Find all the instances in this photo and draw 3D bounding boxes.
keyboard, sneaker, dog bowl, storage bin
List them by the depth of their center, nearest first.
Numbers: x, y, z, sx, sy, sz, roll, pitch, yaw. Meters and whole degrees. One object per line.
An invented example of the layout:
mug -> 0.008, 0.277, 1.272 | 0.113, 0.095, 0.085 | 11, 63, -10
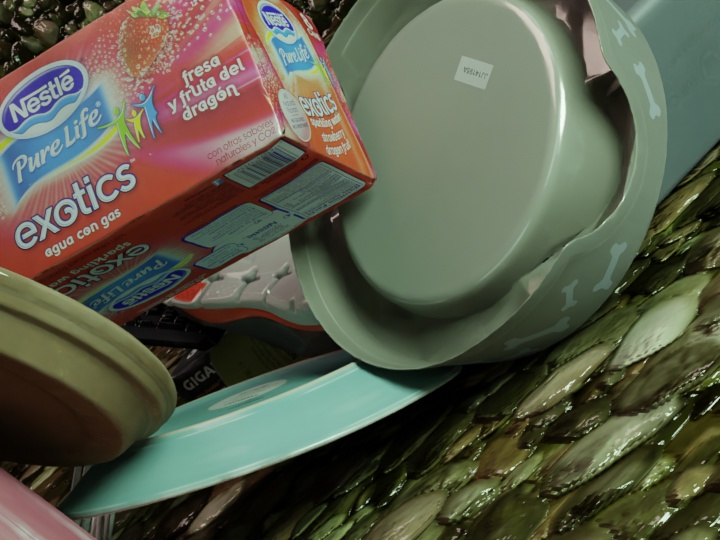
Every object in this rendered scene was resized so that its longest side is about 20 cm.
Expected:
dog bowl -> 0.051, -0.050, 0.762 | 0.200, 0.059, 0.200 | -18, 66, 45
storage bin -> 0.127, -0.115, 0.864 | 0.200, 0.146, 0.134 | -44, 22, -22
sneaker -> -0.041, 0.020, 0.925 | 0.077, 0.082, 0.200 | -50, 34, -19
keyboard -> -0.174, 0.018, 0.994 | 0.200, 0.021, 0.127 | 6, 9, 1

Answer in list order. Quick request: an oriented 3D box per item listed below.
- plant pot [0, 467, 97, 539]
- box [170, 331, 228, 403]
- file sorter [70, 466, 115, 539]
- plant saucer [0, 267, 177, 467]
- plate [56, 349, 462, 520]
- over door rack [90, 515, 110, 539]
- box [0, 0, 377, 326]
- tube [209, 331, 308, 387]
plant pot -> -0.183, 0.151, 0.685 | 0.200, 0.179, 0.200 | -37, 11, 9
box -> -0.017, -0.006, 1.118 | 0.198, 0.050, 0.200 | -34, 11, 24
file sorter -> -0.216, 0.107, 1.027 | 0.200, 0.124, 0.139 | -172, 92, -75
plant saucer -> -0.175, 0.037, 0.703 | 0.200, 0.200, 0.029 | -24, 45, 56
plate -> -0.050, 0.068, 0.798 | 0.200, 0.026, 0.200 | -20, 3, 1
over door rack -> -0.195, 0.072, 0.887 | 0.148, 0.200, 0.067 | 4, 5, -9
box -> -0.109, -0.043, 0.766 | 0.200, 0.096, 0.100 | -28, -19, 18
tube -> 0.000, 0.000, 0.979 | 0.200, 0.058, 0.052 | -41, 52, 12
